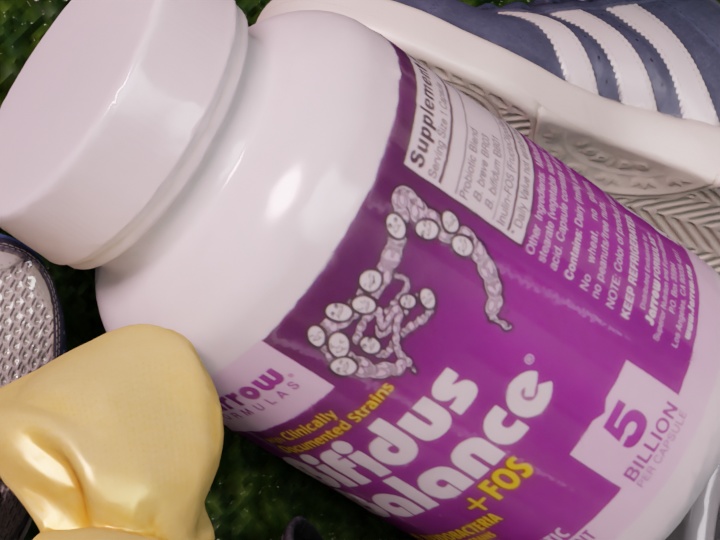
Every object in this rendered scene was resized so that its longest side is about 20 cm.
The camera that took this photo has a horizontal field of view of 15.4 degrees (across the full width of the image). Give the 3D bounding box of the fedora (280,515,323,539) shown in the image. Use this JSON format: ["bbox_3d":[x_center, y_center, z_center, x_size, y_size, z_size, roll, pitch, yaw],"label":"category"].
[{"bbox_3d":[0.049,0.135,0.685,0.091,0.201,0.201,-22,95,1],"label":"fedora"}]

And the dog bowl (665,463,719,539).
[{"bbox_3d":[0.161,0.095,0.832,0.199,0.059,0.201,3,83,-26],"label":"dog bowl"}]

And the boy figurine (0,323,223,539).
[{"bbox_3d":[-0.061,0.109,0.630,0.124,0.064,0.201,29,52,-62],"label":"boy figurine"}]

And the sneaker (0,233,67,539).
[{"bbox_3d":[-0.121,0.080,0.677,0.077,0.085,0.201,30,71,-21],"label":"sneaker"}]

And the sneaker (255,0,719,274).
[{"bbox_3d":[0.063,-0.059,0.800,0.199,0.075,0.085,18,55,-18],"label":"sneaker"}]

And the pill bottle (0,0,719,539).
[{"bbox_3d":[0.000,0.000,0.724,0.200,0.112,0.113,32,71,-24],"label":"pill bottle"}]
